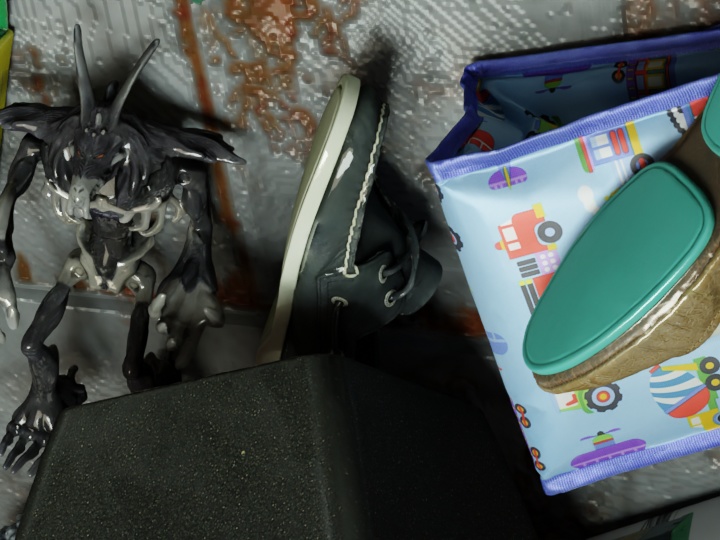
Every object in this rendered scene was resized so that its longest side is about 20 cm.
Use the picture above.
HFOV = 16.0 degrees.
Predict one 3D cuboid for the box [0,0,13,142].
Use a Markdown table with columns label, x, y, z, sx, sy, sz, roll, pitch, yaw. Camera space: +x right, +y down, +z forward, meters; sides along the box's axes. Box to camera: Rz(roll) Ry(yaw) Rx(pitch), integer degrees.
| label | x | y | z | sx | sy | sz | roll | pitch | yaw |
| --- | --- | --- | --- | --- | --- | --- | --- | --- | --- |
| box | -0.218 | -0.056 | 1.128 | 0.117 | 0.048 | 0.201 | 20 | 128 | 9 |

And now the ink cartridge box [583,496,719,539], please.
| label | x | y | z | sx | sy | sz | roll | pitch | yaw |
| --- | --- | --- | --- | --- | --- | --- | --- | --- | --- |
| ink cartridge box | 0.146 | 0.185 | 1.108 | 0.199 | 0.084 | 0.146 | -21 | 114 | 29 |

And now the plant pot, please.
| label | x | y | z | sx | sy | sz | roll | pitch | yaw |
| --- | --- | --- | --- | --- | --- | --- | --- | --- | --- |
| plant pot | -0.031 | 0.141 | 1.030 | 0.199 | 0.179 | 0.199 | -14 | 160 | 29 |

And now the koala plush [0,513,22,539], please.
| label | x | y | z | sx | sy | sz | roll | pitch | yaw |
| --- | --- | --- | --- | --- | --- | --- | --- | --- | --- |
| koala plush | -0.103 | 0.225 | 1.180 | 0.183 | 0.200 | 0.178 | -9 | 119 | 29 |

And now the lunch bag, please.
| label | x | y | z | sx | sy | sz | roll | pitch | yaw |
| --- | --- | --- | --- | --- | --- | --- | --- | --- | --- |
| lunch bag | 0.146 | -0.015 | 0.976 | 0.199 | 0.094 | 0.151 | -11 | 116 | 20 |

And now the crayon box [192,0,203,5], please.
| label | x | y | z | sx | sy | sz | roll | pitch | yaw |
| --- | --- | --- | --- | --- | --- | --- | --- | --- | --- |
| crayon box | -0.059 | -0.210 | 0.935 | 0.118 | 0.058 | 0.200 | 33 | 131 | -1 |

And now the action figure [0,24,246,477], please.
| label | x | y | z | sx | sy | sz | roll | pitch | yaw |
| --- | --- | --- | --- | --- | --- | --- | --- | --- | --- |
| action figure | -0.110 | 0.002 | 1.086 | 0.118 | 0.102 | 0.201 | 6 | 127 | 2 |

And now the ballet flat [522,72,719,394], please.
| label | x | y | z | sx | sy | sz | roll | pitch | yaw |
| --- | --- | --- | --- | --- | --- | --- | --- | --- | --- |
| ballet flat | 0.138 | -0.029 | 0.908 | 0.072 | 0.068 | 0.201 | 23 | 108 | -29 |

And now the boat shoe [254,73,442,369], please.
| label | x | y | z | sx | sy | sz | roll | pitch | yaw |
| --- | --- | --- | --- | --- | --- | --- | --- | --- | --- |
| boat shoe | -0.001 | 0.002 | 1.054 | 0.066 | 0.075 | 0.200 | 16 | 133 | 0 |
